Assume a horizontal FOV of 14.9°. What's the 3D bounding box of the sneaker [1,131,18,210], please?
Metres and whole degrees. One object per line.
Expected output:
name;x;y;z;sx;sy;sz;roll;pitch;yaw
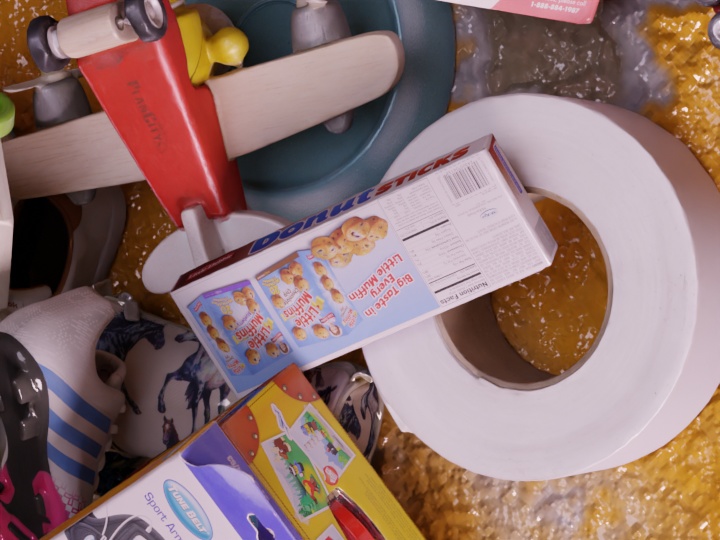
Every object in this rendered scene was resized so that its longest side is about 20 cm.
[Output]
sneaker;-0.265;-0.007;1.637;0.076;0.081;0.201;33;104;25

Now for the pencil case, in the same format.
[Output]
pencil case;-0.079;0.070;1.539;0.199;0.078;0.090;14;112;28

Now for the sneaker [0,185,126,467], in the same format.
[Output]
sneaker;-0.197;0.038;1.600;0.072;0.085;0.202;15;99;25

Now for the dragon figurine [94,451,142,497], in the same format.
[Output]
dragon figurine;-0.108;0.179;1.567;0.199;0.059;0.100;35;107;25

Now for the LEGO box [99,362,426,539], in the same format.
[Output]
LEGO box;-0.038;0.173;1.466;0.149;0.077;0.201;-34;94;42

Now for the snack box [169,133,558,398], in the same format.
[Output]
snack box;0.000;0.000;1.430;0.199;0.024;0.072;-24;110;26

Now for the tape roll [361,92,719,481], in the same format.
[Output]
tape roll;0.097;0.009;1.449;0.201;0.071;0.204;1;91;28

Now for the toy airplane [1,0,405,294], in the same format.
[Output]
toy airplane;-0.093;-0.090;1.497;0.199;0.141;0.200;23;125;-1

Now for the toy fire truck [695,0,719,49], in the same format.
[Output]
toy fire truck;0.236;-0.163;1.384;0.140;0.049;0.201;-27;77;25

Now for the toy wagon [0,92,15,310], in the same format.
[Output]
toy wagon;-0.233;-0.063;1.535;0.200;0.039;0.156;-121;31;-43

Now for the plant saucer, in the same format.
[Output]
plant saucer;-0.041;-0.121;1.546;0.199;0.027;0.202;0;90;29

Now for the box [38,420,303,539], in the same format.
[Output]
box;-0.093;0.162;1.419;0.200;0.041;0.119;-34;94;39

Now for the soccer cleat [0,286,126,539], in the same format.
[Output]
soccer cleat;-0.160;0.096;1.512;0.070;0.086;0.201;35;142;30

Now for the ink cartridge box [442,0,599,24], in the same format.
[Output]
ink cartridge box;0.086;-0.236;1.398;0.068;0.116;0.201;-122;44;-56
